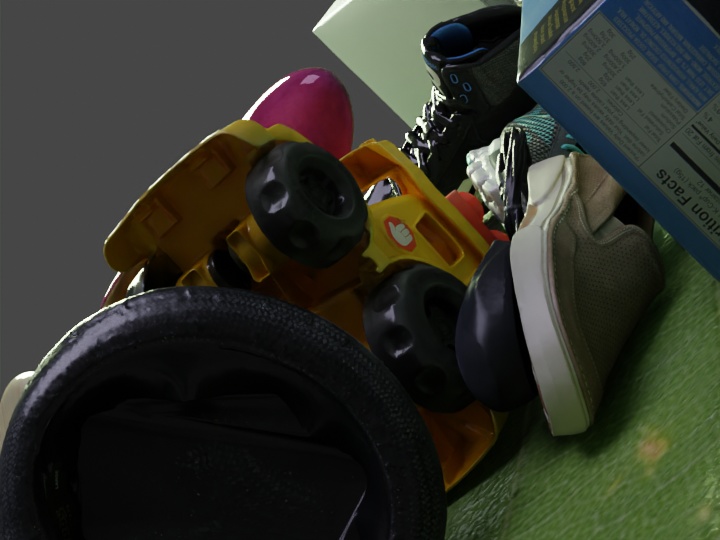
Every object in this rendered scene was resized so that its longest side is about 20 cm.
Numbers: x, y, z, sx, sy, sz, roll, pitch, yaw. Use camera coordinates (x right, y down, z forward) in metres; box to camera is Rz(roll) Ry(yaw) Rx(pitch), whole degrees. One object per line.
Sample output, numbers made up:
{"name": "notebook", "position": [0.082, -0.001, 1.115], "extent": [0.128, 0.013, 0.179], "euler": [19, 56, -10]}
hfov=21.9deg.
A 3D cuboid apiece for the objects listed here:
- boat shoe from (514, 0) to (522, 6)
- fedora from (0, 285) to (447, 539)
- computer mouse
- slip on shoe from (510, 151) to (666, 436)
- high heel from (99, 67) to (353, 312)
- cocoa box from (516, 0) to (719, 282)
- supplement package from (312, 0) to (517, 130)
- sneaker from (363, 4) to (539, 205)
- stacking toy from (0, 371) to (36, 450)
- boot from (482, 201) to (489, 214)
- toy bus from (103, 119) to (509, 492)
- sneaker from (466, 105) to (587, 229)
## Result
{"name": "boat shoe", "position": [0.183, -0.195, 1.250], "extent": [0.199, 0.073, 0.075], "euler": [-29, -11, -38]}
{"name": "fedora", "position": [-0.059, 0.102, 0.838], "extent": [0.201, 0.200, 0.092], "euler": [-47, -7, 0]}
{"name": "computer mouse", "position": [0.065, -0.005, 0.881], "extent": [0.034, 0.059, 0.200], "euler": [-12, 31, 15]}
{"name": "slip on shoe", "position": [0.108, 0.003, 0.851], "extent": [0.060, 0.076, 0.200], "euler": [-11, 23, 14]}
{"name": "high heel", "position": [-0.076, -0.036, 1.015], "extent": [0.096, 0.068, 0.200], "euler": [-33, -5, -40]}
{"name": "cocoa box", "position": [0.160, -0.111, 0.853], "extent": [0.131, 0.133, 0.200], "euler": [-44, 11, 19]}
{"name": "supplement package", "position": [0.086, -0.189, 1.372], "extent": [0.111, 0.156, 0.200], "euler": [-52, 12, -25]}
{"name": "sneaker", "position": [0.049, -0.093, 1.155], "extent": [0.200, 0.112, 0.073], "euler": [-38, 46, 12]}
{"name": "stacking toy", "position": [-0.111, 0.099, 1.113], "extent": [0.199, 0.086, 0.085], "euler": [-1, -16, -31]}
{"name": "boot", "position": [0.049, -0.056, 1.283], "extent": [0.200, 0.064, 0.186], "euler": [-49, 23, 7]}
{"name": "toy bus", "position": [0.000, 0.000, 0.943], "extent": [0.136, 0.200, 0.192], "euler": [-39, 5, 38]}
{"name": "sneaker", "position": [0.112, -0.061, 1.041], "extent": [0.091, 0.078, 0.200], "euler": [-41, 13, 9]}
